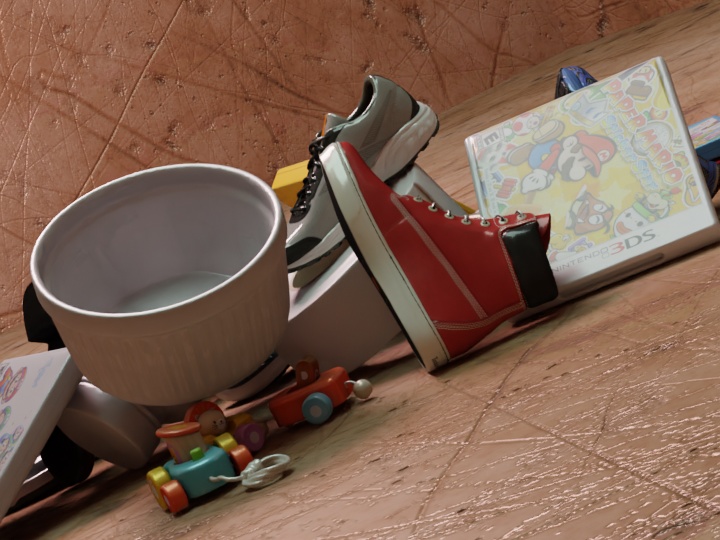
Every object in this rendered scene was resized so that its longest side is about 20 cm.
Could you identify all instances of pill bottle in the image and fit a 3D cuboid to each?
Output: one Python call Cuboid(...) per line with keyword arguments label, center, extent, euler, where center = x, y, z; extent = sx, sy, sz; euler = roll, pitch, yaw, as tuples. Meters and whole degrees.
Cuboid(label="pill bottle", center=(-0.173, 0.060, 1.642), extent=(0.119, 0.120, 0.201), euler=(-14, 41, 54))

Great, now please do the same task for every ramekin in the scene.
Cuboid(label="ramekin", center=(-0.147, 0.015, 1.506), extent=(0.199, 0.105, 0.201), euler=(-9, 36, 6))

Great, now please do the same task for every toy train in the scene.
Cuboid(label="toy train", center=(-0.083, 0.112, 1.443), extent=(0.150, 0.056, 0.200), euler=(-22, 7, 21))

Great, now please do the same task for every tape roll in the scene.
Cuboid(label="tape roll", center=(0.000, 0.000, 1.646), extent=(0.202, 0.071, 0.203), euler=(-43, 14, 13))

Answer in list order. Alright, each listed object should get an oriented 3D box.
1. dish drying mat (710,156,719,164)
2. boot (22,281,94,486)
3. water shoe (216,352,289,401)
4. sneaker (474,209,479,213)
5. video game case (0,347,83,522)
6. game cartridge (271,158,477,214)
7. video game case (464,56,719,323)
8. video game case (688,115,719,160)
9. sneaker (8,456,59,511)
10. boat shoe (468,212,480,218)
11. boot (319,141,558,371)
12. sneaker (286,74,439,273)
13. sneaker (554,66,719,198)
Cuboid(label="dish drying mat", center=(0.270, -0.077, 1.813), extent=(0.077, 0.018, 0.200), euler=(-31, 10, -38))
Cuboid(label="boot", center=(-0.204, 0.101, 1.745), extent=(0.199, 0.189, 0.068), euler=(6, -29, -43))
Cuboid(label="water shoe", center=(-0.058, 0.055, 1.770), extent=(0.071, 0.079, 0.200), euler=(19, 60, 35))
Cuboid(label="sneaker", center=(0.169, -0.044, 1.686), extent=(0.199, 0.074, 0.082), euler=(-25, 4, 4))
Cuboid(label="video game case", center=(-0.307, 0.156, 1.595), extent=(0.182, 0.024, 0.201), euler=(-13, 46, 61))
Cuboid(label="game cartridge", center=(0.031, -0.053, 1.821), extent=(0.176, 0.199, 0.033), euler=(-11, 54, 61))
Cuboid(label="video game case", center=(0.182, -0.068, 1.556), extent=(0.181, 0.023, 0.201), euler=(-22, 45, 14))
Cuboid(label="video game case", center=(0.288, -0.107, 1.838), extent=(0.143, 0.018, 0.200), euler=(-24, 6, 5))
Cuboid(label="sneaker", center=(-0.355, 0.161, 1.721), extent=(0.199, 0.121, 0.084), euler=(-22, 8, 4))
Cuboid(label="boat shoe", center=(0.112, -0.010, 1.630), extent=(0.199, 0.076, 0.072), euler=(-20, 10, 43))
Cuboid(label="boot", center=(0.065, -0.038, 1.505), extent=(0.144, 0.201, 0.072), euler=(-30, -20, -4))
Cuboid(label="sneaker", center=(-0.023, -0.078, 1.620), extent=(0.200, 0.079, 0.074), euler=(-52, 17, -14))
Cuboid(label="sneaker", center=(0.232, -0.107, 1.649), extent=(0.078, 0.200, 0.076), euler=(-22, -38, -22))
